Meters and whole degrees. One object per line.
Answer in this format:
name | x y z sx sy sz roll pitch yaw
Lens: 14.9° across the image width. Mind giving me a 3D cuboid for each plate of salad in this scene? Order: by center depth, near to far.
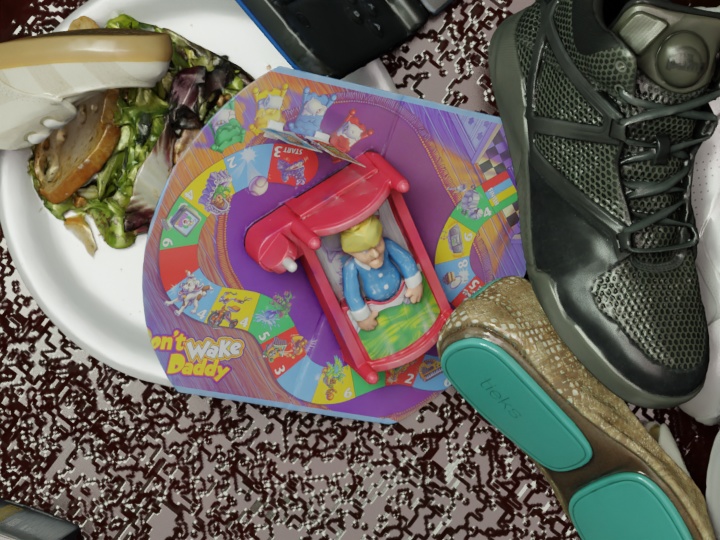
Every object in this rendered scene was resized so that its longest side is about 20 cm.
plate of salad | -0.073 -0.045 1.294 0.199 0.048 0.202 0 87 0

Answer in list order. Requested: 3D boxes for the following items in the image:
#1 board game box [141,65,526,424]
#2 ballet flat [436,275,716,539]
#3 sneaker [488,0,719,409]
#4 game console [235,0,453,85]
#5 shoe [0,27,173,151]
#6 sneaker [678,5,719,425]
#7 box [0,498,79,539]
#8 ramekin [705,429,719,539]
board game box | 0.000 0.000 1.240 0.199 0.039 0.159 11 108 -31
ballet flat | 0.114 0.079 1.274 0.200 0.070 0.065 52 44 -21
sneaker | 0.122 -0.044 1.213 0.076 0.114 0.201 -1 70 -28
game console | -0.018 -0.207 1.269 0.118 0.171 0.200 -41 88 25
shoe | -0.171 -0.077 1.267 0.199 0.070 0.054 -7 98 27
sneaker | 0.161 -0.030 1.287 0.099 0.078 0.201 11 80 8
box | -0.184 0.206 1.231 0.048 0.158 0.201 17 89 1
ramekin | 0.235 0.150 1.219 0.094 0.202 0.204 -15 88 -11
